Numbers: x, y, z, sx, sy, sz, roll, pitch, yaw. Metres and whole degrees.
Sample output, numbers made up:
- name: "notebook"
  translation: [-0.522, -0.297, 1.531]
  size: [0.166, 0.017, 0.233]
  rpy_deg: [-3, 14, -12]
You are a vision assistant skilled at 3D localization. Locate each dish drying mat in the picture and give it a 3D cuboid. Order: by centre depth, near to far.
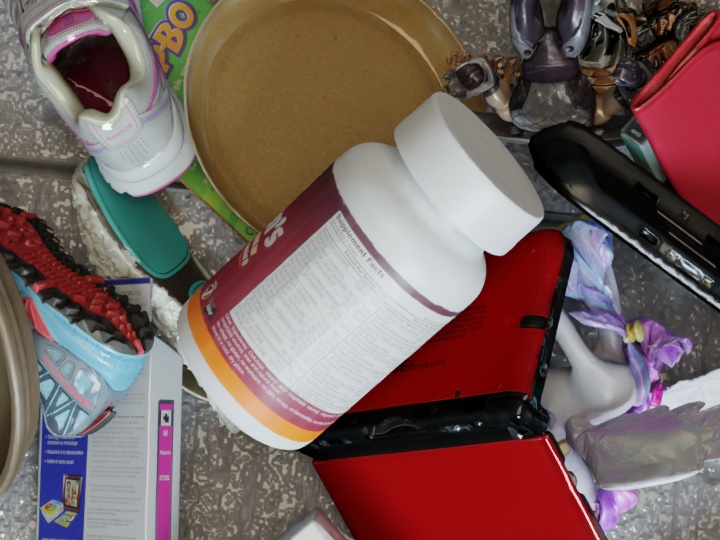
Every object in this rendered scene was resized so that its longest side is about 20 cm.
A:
- name: "dish drying mat"
  translation: [0.216, -0.069, 1.036]
  size: [0.077, 0.200, 0.018]
  rpy_deg: [-48, 52, -5]

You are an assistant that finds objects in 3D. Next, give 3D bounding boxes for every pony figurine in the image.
- name: "pony figurine"
  translation: [0.144, 0.073, 1.046]
  size: [0.192, 0.166, 0.202]
  rpy_deg: [-26, 89, 28]

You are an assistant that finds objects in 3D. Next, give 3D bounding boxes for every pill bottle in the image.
- name: "pill bottle"
  translation: [0.000, 0.000, 0.969]
  size: [0.200, 0.110, 0.110]
  rpy_deg: [-42, 87, 18]

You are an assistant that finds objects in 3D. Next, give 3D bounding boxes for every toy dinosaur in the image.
- name: "toy dinosaur"
  translation: [0.160, -0.148, 1.086]
  size: [0.198, 0.102, 0.138]
  rpy_deg: [-13, 101, -21]

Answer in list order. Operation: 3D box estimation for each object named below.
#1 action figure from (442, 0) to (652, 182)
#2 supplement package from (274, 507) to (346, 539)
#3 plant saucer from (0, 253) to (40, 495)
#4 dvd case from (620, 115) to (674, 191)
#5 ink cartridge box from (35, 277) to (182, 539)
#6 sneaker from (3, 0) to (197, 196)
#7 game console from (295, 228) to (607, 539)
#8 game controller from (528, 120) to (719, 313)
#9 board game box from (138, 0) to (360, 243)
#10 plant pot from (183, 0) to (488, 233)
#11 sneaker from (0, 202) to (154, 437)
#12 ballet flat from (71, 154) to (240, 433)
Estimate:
- name: "action figure"
  translation: [0.111, -0.136, 1.029]
  size: [0.128, 0.070, 0.202]
  rpy_deg: [-3, 120, 5]
- name: "supplement package"
  translation: [-0.066, 0.249, 1.018]
  size: [0.199, 0.117, 0.118]
  rpy_deg: [-40, 86, -2]
- name: "plant saucer"
  translation: [-0.246, 0.039, 1.015]
  size: [0.029, 0.199, 0.202]
  rpy_deg: [-19, 84, -40]
- name: "dvd case"
  translation: [0.247, -0.118, 1.064]
  size: [0.022, 0.146, 0.200]
  rpy_deg: [35, 81, 36]
- name: "ink cartridge box"
  translation: [-0.153, 0.107, 1.048]
  size: [0.094, 0.037, 0.203]
  rpy_deg: [-3, 86, 37]
- name: "sneaker"
  translation: [-0.165, -0.146, 1.040]
  size: [0.081, 0.088, 0.201]
  rpy_deg: [-32, 71, -1]
- name: "game console"
  translation: [0.065, 0.088, 1.022]
  size: [0.118, 0.199, 0.174]
  rpy_deg: [34, 60, -33]
- name: "game controller"
  translation: [0.180, -0.014, 1.003]
  size: [0.199, 0.105, 0.042]
  rpy_deg: [35, 113, -9]
- name: "board game box"
  translation: [-0.088, -0.097, 1.099]
  size: [0.200, 0.030, 0.096]
  rpy_deg: [43, 83, -1]
- name: "plant pot"
  translation: [-0.016, -0.095, 1.075]
  size: [0.198, 0.027, 0.203]
  rpy_deg: [6, 71, -17]
- name: "sneaker"
  translation: [-0.213, 0.027, 1.034]
  size: [0.200, 0.079, 0.096]
  rpy_deg: [38, 110, 34]
- name: "ballet flat"
  translation: [-0.122, 0.020, 1.070]
  size: [0.072, 0.072, 0.200]
  rpy_deg: [-41, 86, -5]
